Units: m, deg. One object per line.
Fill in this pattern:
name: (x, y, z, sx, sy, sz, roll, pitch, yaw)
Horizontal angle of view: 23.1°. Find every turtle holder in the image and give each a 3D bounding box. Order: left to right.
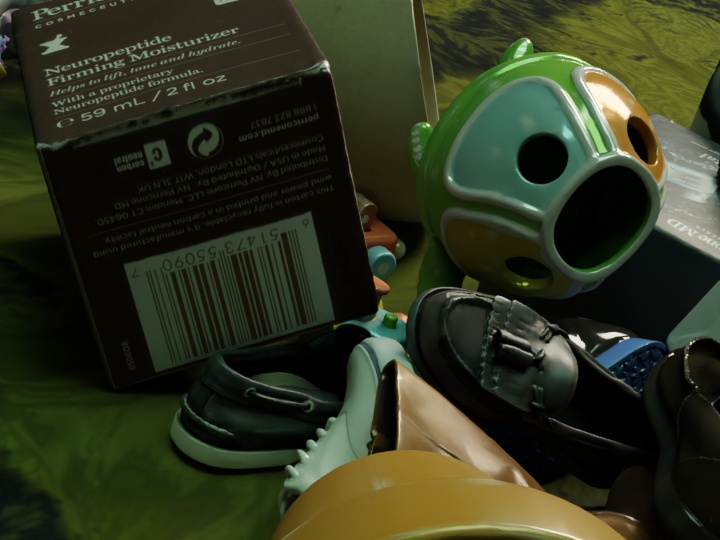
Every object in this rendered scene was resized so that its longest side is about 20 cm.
turtle holder: (0.099, -0.044, 1.065, 0.185, 0.141, 0.132, -27, 30, -11)

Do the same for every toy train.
toy train: (0.000, 0.000, 1.150, 0.150, 0.056, 0.200, 0, 30, -31)

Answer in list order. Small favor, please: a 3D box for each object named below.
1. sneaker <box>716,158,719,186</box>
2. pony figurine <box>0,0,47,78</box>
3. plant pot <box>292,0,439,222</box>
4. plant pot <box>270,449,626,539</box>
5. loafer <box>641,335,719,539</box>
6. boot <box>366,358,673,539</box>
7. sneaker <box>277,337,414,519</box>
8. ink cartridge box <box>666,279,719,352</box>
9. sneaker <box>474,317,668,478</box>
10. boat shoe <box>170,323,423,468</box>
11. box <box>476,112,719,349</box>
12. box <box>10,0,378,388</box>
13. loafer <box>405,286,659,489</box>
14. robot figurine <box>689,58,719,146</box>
sneaker: (0.298, -0.050, 1.166, 0.087, 0.076, 0.200, 28, 28, -14)
pony figurine: (-0.268, -0.217, 1.324, 0.193, 0.167, 0.200, -39, 37, -26)
plant pot: (-0.016, -0.126, 1.274, 0.134, 0.201, 0.200, -8, 25, 5)
plant pot: (0.026, 0.161, 0.703, 0.200, 0.201, 0.183, 12, 12, -10)
loafer: (0.198, 0.085, 0.925, 0.073, 0.071, 0.200, 39, 22, -10)
boot: (0.083, 0.116, 0.885, 0.200, 0.068, 0.188, 37, 35, -12)
sneaker: (-0.005, 0.104, 0.887, 0.071, 0.073, 0.200, 3, 37, -4)
ink cartridge box: (0.302, 0.067, 1.074, 0.200, 0.115, 0.068, 29, 27, -19)
sneaker: (0.098, 0.075, 1.057, 0.200, 0.070, 0.078, -12, 21, -43)
boat shoe: (-0.014, 0.063, 1.001, 0.199, 0.066, 0.075, -1, 29, -34)
box: (0.223, -0.007, 1.227, 0.196, 0.118, 0.200, 31, 30, 27)
box: (-0.101, -0.066, 1.040, 0.165, 0.165, 0.200, -17, 32, -7)
loafer: (0.109, 0.061, 0.961, 0.063, 0.072, 0.200, -10, -34, 43)
robot figurine: (0.310, -0.091, 1.356, 0.125, 0.200, 0.150, 26, 54, 11)
